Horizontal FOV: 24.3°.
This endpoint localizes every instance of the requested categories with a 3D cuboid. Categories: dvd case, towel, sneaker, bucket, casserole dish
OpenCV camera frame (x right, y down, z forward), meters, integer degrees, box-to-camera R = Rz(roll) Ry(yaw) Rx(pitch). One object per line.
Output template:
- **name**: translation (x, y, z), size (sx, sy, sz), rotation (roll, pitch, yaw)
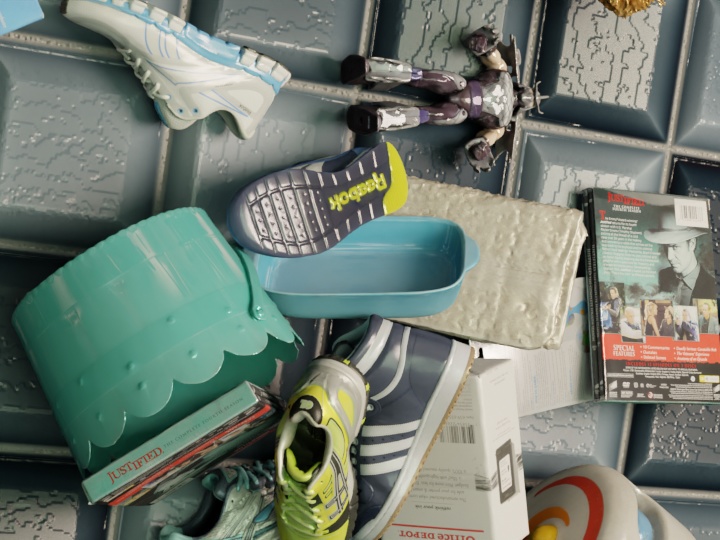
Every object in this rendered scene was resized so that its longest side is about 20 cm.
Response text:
- **dvd case**: translation (-0.131, 0.140, 1.321), size (0.146, 0.200, 0.022), rotation (-32, 79, 1)
- **towel**: translation (0.091, -0.008, 1.466), size (0.200, 0.034, 0.133), rotation (13, 87, 6)
- **sneaker**: translation (-0.156, -0.163, 1.362), size (0.200, 0.075, 0.087), rotation (22, 92, -25)
- **sneaker**: translation (-0.085, 0.195, 1.431), size (0.200, 0.078, 0.086), rotation (-41, 107, -15)
- **sneaker**: translation (-0.045, 0.165, 1.340), size (0.076, 0.075, 0.200), rotation (-43, 142, -54)
- **sneaker**: translation (-0.046, -0.053, 1.382), size (0.200, 0.082, 0.074), rotation (-19, 100, -48)
- **bucket**: translation (-0.161, 0.053, 1.304), size (0.207, 0.207, 0.135), rotation (-28, 80, -19)
- **casserole dish**: translation (0.000, 0.000, 1.408), size (0.200, 0.121, 0.039), rotation (0, 123, 4)
- **dvd case**: translation (0.274, 0.025, 1.569), size (0.146, 0.022, 0.200), rotation (3, 80, -30)
- **sneaker**: translation (0.006, 0.127, 1.385), size (0.108, 0.070, 0.200), rotation (24, 111, -6)

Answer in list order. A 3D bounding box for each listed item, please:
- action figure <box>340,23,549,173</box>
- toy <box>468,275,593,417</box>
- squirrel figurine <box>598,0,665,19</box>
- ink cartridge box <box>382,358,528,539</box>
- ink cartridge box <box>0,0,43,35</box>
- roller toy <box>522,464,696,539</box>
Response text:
- **action figure**: translation (0.083, -0.150, 1.473), size (0.200, 0.069, 0.130), rotation (-3, 87, -28)
- **toy**: translation (0.177, 0.068, 1.550), size (0.200, 0.047, 0.115), rotation (-9, 93, -27)
- **squirrel figurine**: translation (0.183, -0.298, 1.434), size (0.200, 0.187, 0.142), rotation (13, 90, -25)
- **ink cartridge box**: translation (0.077, 0.180, 1.466), size (0.067, 0.116, 0.200), rotation (-21, 108, -58)
- **ink cartridge box**: translation (-0.350, -0.179, 1.246), size (0.200, 0.116, 0.067), rotation (-26, 106, -20)
- **roller toy**: translation (0.202, 0.275, 1.512), size (0.140, 0.200, 0.183), rotation (40, 69, -22)
